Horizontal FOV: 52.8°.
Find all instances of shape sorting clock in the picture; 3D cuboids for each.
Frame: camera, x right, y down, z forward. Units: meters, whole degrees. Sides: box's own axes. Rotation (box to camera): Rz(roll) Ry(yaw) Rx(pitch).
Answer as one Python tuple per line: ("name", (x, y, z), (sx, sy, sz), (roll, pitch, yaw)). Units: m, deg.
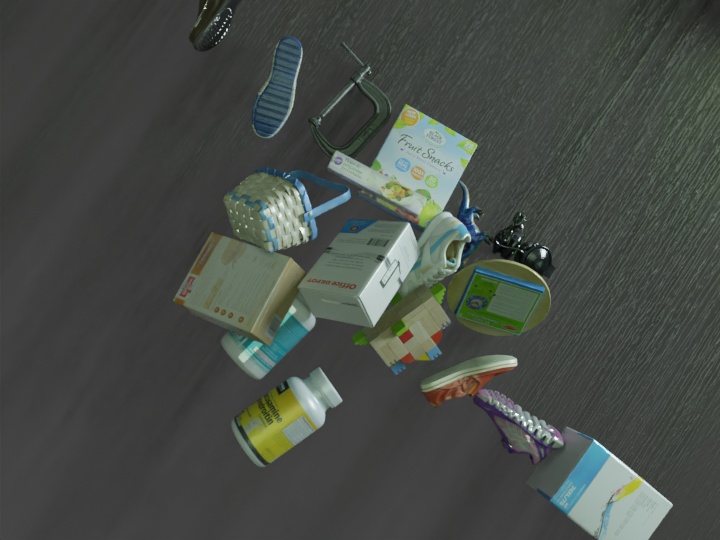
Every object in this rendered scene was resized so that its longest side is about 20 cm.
("shape sorting clock", (0.268, 0.054, 1.412), (0.198, 0.039, 0.201), (6, 129, 8))

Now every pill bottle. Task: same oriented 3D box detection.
("pill bottle", (-0.163, 0.105, 1.392), (0.200, 0.111, 0.111), (-44, 92, -5))
("pill bottle", (-0.138, 0.275, 1.387), (0.199, 0.112, 0.112), (-35, 91, -5))

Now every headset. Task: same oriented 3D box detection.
("headset", (0.316, -0.049, 1.397), (0.123, 0.200, 0.094), (38, 99, 33))

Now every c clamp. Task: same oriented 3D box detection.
("c clamp", (-0.031, -0.329, 1.465), (0.171, 0.027, 0.200), (38, 84, -8))

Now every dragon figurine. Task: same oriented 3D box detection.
("dragon figurine", (0.201, -0.081, 1.455), (0.099, 0.059, 0.201), (-20, 89, -5))

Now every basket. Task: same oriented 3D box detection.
("basket", (-0.141, -0.126, 1.355), (0.200, 0.176, 0.140), (-35, 127, -27))

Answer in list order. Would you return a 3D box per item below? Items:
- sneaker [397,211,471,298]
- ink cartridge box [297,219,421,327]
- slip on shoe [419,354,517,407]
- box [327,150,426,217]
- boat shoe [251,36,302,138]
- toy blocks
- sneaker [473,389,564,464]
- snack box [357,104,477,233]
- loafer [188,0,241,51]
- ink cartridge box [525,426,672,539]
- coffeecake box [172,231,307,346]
("sneaker", (0.139, -0.011, 1.406), (0.076, 0.081, 0.201), (5, 121, -44))
("ink cartridge box", (0.000, 0.000, 1.349), (0.200, 0.145, 0.085), (-54, 135, -33))
("slip on shoe", (0.219, 0.217, 1.442), (0.199, 0.074, 0.062), (-21, 96, 0))
("box", (0.032, -0.165, 1.389), (0.199, 0.041, 0.039), (28, 86, 3))
("boat shoe", (-0.158, -0.353, 1.428), (0.072, 0.072, 0.201), (21, 91, -5))
("toy blocks", (0.103, 0.126, 1.410), (0.199, 0.100, 0.137), (-36, 123, 1))
("sneaker", (0.303, 0.316, 1.445), (0.199, 0.081, 0.089), (34, 104, 0))
("snack box", (0.112, -0.200, 1.447), (0.168, 0.068, 0.201), (28, 85, -1))
("loafer", (-0.287, -0.525, 1.432), (0.071, 0.073, 0.201), (27, 81, 7))
("ink cartridge box", (0.461, 0.435, 1.414), (0.200, 0.147, 0.146), (39, 85, -2))
("coffeecake box", (-0.225, 0.031, 1.346), (0.199, 0.073, 0.154), (18, 72, 30))
